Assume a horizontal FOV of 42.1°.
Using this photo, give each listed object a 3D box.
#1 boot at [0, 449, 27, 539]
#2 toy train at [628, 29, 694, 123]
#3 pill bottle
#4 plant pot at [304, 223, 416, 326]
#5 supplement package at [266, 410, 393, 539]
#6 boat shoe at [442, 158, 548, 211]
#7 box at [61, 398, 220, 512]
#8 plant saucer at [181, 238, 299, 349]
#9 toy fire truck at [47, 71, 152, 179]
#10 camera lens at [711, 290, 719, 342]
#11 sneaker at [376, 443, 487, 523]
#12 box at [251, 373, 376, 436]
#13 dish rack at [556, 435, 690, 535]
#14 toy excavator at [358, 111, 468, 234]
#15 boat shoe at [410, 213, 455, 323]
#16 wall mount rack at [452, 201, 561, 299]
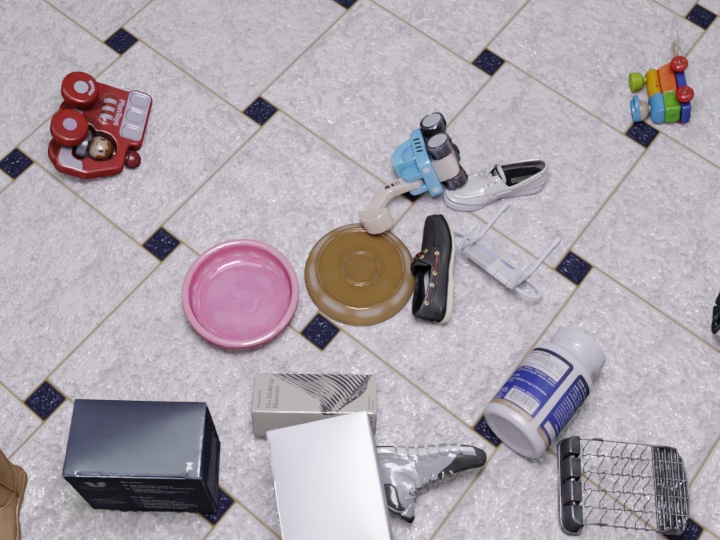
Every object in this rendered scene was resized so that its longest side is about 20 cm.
[{"bbox_3d":[-0.551,0.336,1.356,0.065,0.201,0.177,-1,63,-2],"label":"boot"},{"bbox_3d":[0.574,-0.376,1.816,0.114,0.085,0.202,-6,63,11],"label":"toy train"},{"bbox_3d":[0.299,0.191,1.498,0.115,0.116,0.200,38,68,16],"label":"pill bottle"},{"bbox_3d":[0.000,0.000,1.636,0.198,0.028,0.202,1,64,-2],"label":"plant pot"},{"bbox_3d":[-0.042,0.329,1.377,0.154,0.111,0.202,-12,68,2],"label":"supplement package"},{"bbox_3d":[0.247,-0.162,1.700,0.198,0.066,0.073,-9,62,-4],"label":"boat shoe"},{"bbox_3d":[-0.316,0.279,1.392,0.194,0.201,0.119,2,63,-1],"label":"box"},{"bbox_3d":[-0.203,0.045,1.595,0.198,0.051,0.203,1,63,-2],"label":"plant saucer"},{"bbox_3d":[-0.478,-0.259,1.718,0.166,0.112,0.202,14,63,-15],"label":"toy fire truck"},{"bbox_3d":[0.695,0.077,1.540,0.198,0.160,0.161,26,65,11],"label":"camera lens"},{"bbox_3d":[0.099,0.333,1.454,0.198,0.075,0.117,-3,68,8],"label":"sneaker"},{"bbox_3d":[-0.073,0.215,1.495,0.197,0.069,0.083,0,46,-2],"label":"box"},{"bbox_3d":[0.412,0.339,1.464,0.198,0.055,0.155,5,65,-1],"label":"dish rack"},{"bbox_3d":[0.087,-0.164,1.680,0.198,0.100,0.196,-23,40,13],"label":"toy excavator"},{"bbox_3d":[0.122,-0.010,1.613,0.062,0.074,0.204,12,65,-19],"label":"boat shoe"},{"bbox_3d":[0.260,-0.042,1.643,0.199,0.075,0.173,38,30,15],"label":"wall mount rack"}]
